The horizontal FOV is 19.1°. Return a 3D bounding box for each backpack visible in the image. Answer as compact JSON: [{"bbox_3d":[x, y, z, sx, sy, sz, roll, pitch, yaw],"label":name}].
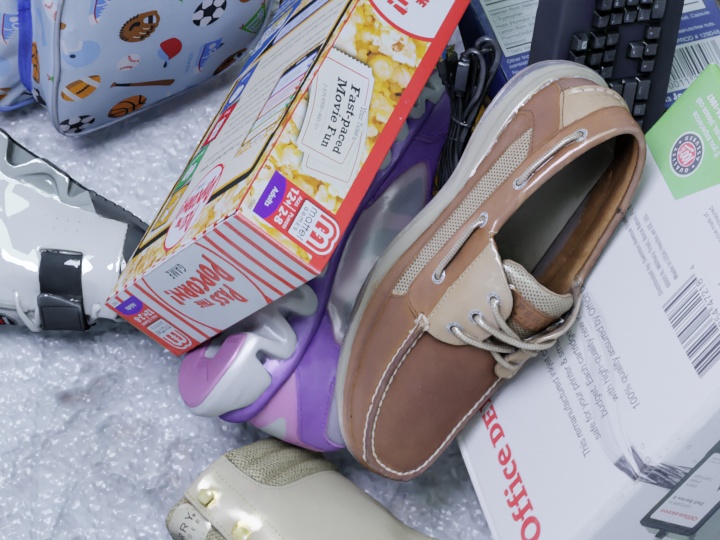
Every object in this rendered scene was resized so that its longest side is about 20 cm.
[{"bbox_3d":[-0.119,-0.176,1.069,0.190,0.200,0.154,-33,72,-26],"label":"backpack"}]

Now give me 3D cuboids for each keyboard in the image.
[{"bbox_3d":[0.085,-0.052,0.974,0.126,0.201,0.021,-8,31,-26],"label":"keyboard"}]

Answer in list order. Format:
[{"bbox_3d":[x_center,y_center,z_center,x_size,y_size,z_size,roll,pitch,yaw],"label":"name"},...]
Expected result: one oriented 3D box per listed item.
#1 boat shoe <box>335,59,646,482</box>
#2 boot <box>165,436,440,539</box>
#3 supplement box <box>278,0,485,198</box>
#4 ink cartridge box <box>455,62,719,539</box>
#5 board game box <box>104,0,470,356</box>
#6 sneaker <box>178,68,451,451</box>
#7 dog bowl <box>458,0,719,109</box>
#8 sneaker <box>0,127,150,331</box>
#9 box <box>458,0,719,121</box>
[{"bbox_3d":[0.056,0.006,0.922,0.075,0.201,0.072,21,11,-33],"label":"boat shoe"},{"bbox_3d":[-0.030,0.157,0.925,0.155,0.073,0.200,34,42,16],"label":"boot"},{"bbox_3d":[0.025,-0.066,1.079,0.066,0.069,0.201,-21,62,-16],"label":"supplement box"},{"bbox_3d":[0.138,0.037,0.929,0.084,0.200,0.146,23,30,-32],"label":"ink cartridge box"},{"bbox_3d":[-0.025,-0.070,0.954,0.046,0.151,0.201,36,62,-15],"label":"board game box"},{"bbox_3d":[0.000,0.000,0.990,0.088,0.080,0.201,36,71,-17],"label":"sneaker"},{"bbox_3d":[0.144,-0.108,1.101,0.198,0.074,0.201,3,59,-5],"label":"dog bowl"},{"bbox_3d":[-0.145,0.002,1.037,0.199,0.074,0.089,31,82,11],"label":"sneaker"},{"bbox_3d":[0.101,-0.149,1.059,0.120,0.032,0.201,-14,63,-14],"label":"box"}]
